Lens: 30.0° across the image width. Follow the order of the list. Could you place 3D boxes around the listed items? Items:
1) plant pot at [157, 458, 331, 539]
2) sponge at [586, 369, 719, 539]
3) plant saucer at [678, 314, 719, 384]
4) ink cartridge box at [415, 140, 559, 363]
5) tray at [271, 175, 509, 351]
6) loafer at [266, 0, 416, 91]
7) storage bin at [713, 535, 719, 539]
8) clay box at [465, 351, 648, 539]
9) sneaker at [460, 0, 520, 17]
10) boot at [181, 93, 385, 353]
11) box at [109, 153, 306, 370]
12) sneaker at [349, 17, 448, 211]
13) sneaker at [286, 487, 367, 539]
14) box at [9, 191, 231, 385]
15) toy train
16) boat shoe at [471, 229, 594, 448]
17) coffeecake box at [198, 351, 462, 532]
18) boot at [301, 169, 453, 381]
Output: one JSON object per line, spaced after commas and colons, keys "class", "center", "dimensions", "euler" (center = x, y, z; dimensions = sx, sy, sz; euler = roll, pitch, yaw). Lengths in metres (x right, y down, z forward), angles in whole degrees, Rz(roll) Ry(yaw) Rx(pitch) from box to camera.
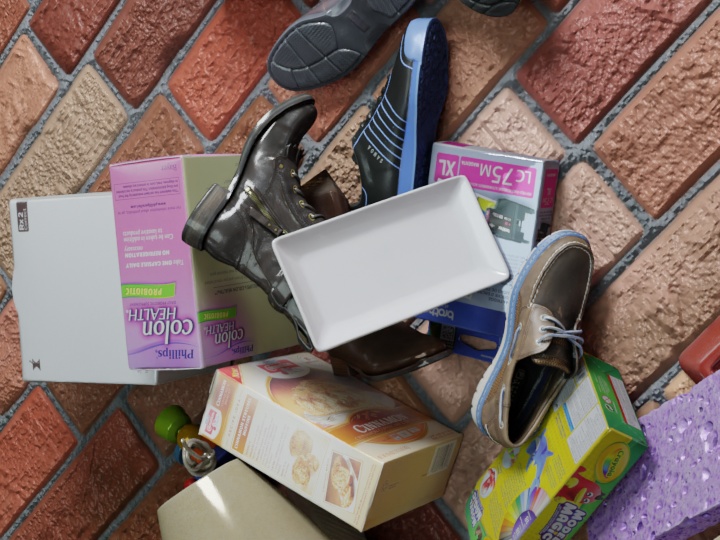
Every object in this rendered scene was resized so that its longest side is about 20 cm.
{"class": "plant pot", "center": [-0.100, 0.285, 1.253], "dimensions": [0.187, 0.187, 0.201], "euler": [-37, 81, 30]}
{"class": "sponge", "center": [0.259, 0.169, 1.124], "dimensions": [0.200, 0.030, 0.112], "euler": [-42, 38, 43]}
{"class": "plant saucer", "center": [0.384, 0.084, 1.088], "dimensions": [0.200, 0.037, 0.200], "euler": [49, 118, 18]}
{"class": "ink cartridge box", "center": [0.113, -0.012, 1.252], "dimensions": [0.119, 0.042, 0.202], "euler": [13, 103, 32]}
{"class": "tray", "center": [0.027, -0.007, 1.195], "dimensions": [0.108, 0.199, 0.022], "euler": [66, 159, 11]}
{"class": "loafer", "center": [-0.008, -0.244, 1.303], "dimensions": [0.200, 0.063, 0.072], "euler": [-33, 107, 35]}
{"class": "storage bin", "center": [0.354, 0.287, 1.070], "dimensions": [0.199, 0.093, 0.200], "euler": [54, 131, 15]}
{"class": "clay box", "center": [0.167, 0.183, 1.194], "dimensions": [0.047, 0.115, 0.201], "euler": [24, 117, -18]}
{"class": "sneaker", "center": [0.079, -0.302, 1.213], "dimensions": [0.200, 0.081, 0.074], "euler": [41, 128, 14]}
{"class": "boot", "center": [-0.048, -0.045, 1.232], "dimensions": [0.174, 0.069, 0.201], "euler": [34, 76, 7]}
{"class": "box", "center": [-0.148, -0.013, 1.338], "dimensions": [0.096, 0.176, 0.202], "euler": [-4, 93, 33]}
{"class": "sneaker", "center": [0.032, -0.140, 1.272], "dimensions": [0.077, 0.070, 0.202], "euler": [12, 101, 26]}
{"class": "sneaker", "center": [-0.033, 0.298, 1.357], "dimensions": [0.082, 0.074, 0.201], "euler": [-37, 75, 25]}
{"class": "box", "center": [-0.257, 0.016, 1.439], "dimensions": [0.199, 0.130, 0.201], "euler": [-1, 95, 33]}
{"class": "toy train", "center": [-0.168, 0.176, 1.371], "dimensions": [0.116, 0.200, 0.085], "euler": [36, 78, 34]}
{"class": "boat shoe", "center": [0.165, 0.065, 1.186], "dimensions": [0.072, 0.072, 0.201], "euler": [-136, 62, -66]}
{"class": "coffeecake box", "center": [-0.028, 0.157, 1.291], "dimensions": [0.199, 0.153, 0.074], "euler": [25, 107, 28]}
{"class": "boot", "center": [0.000, 0.000, 1.274], "dimensions": [0.186, 0.064, 0.201], "euler": [-7, 98, 54]}
